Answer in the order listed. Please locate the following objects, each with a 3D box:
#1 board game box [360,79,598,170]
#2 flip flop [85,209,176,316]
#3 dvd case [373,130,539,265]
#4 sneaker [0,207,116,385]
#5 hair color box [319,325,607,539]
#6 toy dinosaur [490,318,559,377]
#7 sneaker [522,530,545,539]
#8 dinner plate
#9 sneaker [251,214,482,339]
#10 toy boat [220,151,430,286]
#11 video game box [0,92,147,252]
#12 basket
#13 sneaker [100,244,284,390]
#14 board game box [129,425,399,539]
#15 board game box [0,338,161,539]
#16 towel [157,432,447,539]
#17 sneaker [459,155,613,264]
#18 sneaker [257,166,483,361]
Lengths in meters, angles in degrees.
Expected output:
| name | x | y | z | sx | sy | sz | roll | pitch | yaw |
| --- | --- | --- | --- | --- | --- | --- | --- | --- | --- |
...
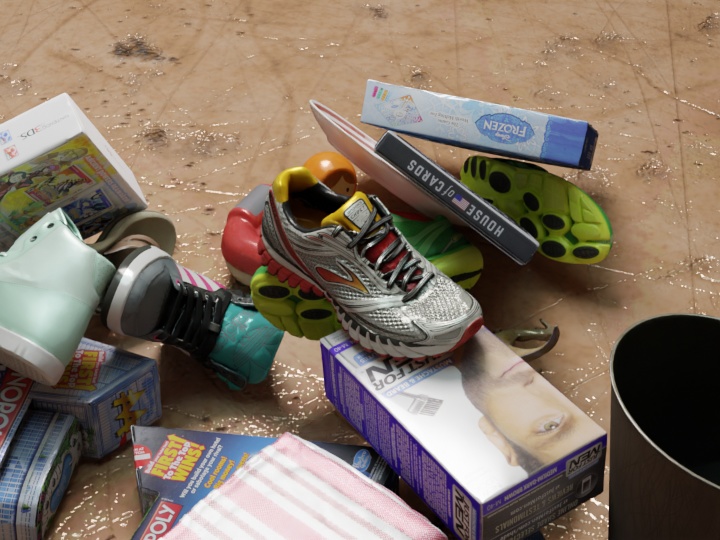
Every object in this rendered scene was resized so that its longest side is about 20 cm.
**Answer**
| name | x | y | z | sx | sy | sz | roll | pitch | yaw |
| --- | --- | --- | --- | --- | --- | --- | --- | --- | --- |
| board game box | 0.117 | -0.132 | 1.246 | 0.197 | 0.044 | 0.200 | 13 | 6 | 12 |
| flip flop | -0.203 | 0.000 | 1.140 | 0.057 | 0.082 | 0.200 | 10 | 14 | 15 |
| dvd case | 0.078 | -0.065 | 1.124 | 0.150 | 0.025 | 0.200 | 37 | 5 | -1 |
| sneaker | -0.276 | -0.001 | 1.021 | 0.199 | 0.074 | 0.119 | 23 | 68 | 24 |
| hair color box | 0.068 | 0.100 | 0.943 | 0.109 | 0.065 | 0.200 | -24 | 44 | -24 |
| toy dinosaur | 0.110 | 0.070 | 1.077 | 0.100 | 0.059 | 0.199 | -1 | -1 | -40 |
| sneaker | 0.125 | 0.227 | 0.908 | 0.088 | 0.079 | 0.201 | 4 | 39 | -20 |
| dinner plate | 0.028 | -0.094 | 1.260 | 0.199 | 0.024 | 0.200 | 35 | 8 | -5 |
| sneaker | 0.000 | 0.000 | 1.086 | 0.198 | 0.074 | 0.084 | -9 | 50 | -25 |
| toy boat | -0.027 | -0.045 | 1.193 | 0.198 | 0.132 | 0.131 | 19 | 41 | 22 |
| video game box | -0.288 | -0.058 | 1.118 | 0.181 | 0.200 | 0.047 | -24 | 75 | -1 |
| basket | 0.229 | 0.160 | 0.878 | 0.135 | 0.202 | 0.180 | -20 | 41 | -24 |
| sneaker | -0.124 | 0.043 | 1.071 | 0.120 | 0.084 | 0.200 | 23 | 1 | 12 |
| board game box | -0.096 | 0.189 | 0.948 | 0.198 | 0.062 | 0.200 | 13 | 39 | 16 |
| board game box | -0.264 | 0.113 | 1.030 | 0.198 | 0.062 | 0.201 | 5 | 38 | 7 |
| towel | -0.056 | 0.198 | 0.869 | 0.146 | 0.030 | 0.200 | 28 | 48 | 30 |
| sneaker | 0.173 | -0.066 | 1.255 | 0.083 | 0.075 | 0.200 | -3 | 24 | -33 |
| sneaker | 0.002 | -0.006 | 0.962 | 0.199 | 0.083 | 0.078 | 30 | 48 | 25 |
